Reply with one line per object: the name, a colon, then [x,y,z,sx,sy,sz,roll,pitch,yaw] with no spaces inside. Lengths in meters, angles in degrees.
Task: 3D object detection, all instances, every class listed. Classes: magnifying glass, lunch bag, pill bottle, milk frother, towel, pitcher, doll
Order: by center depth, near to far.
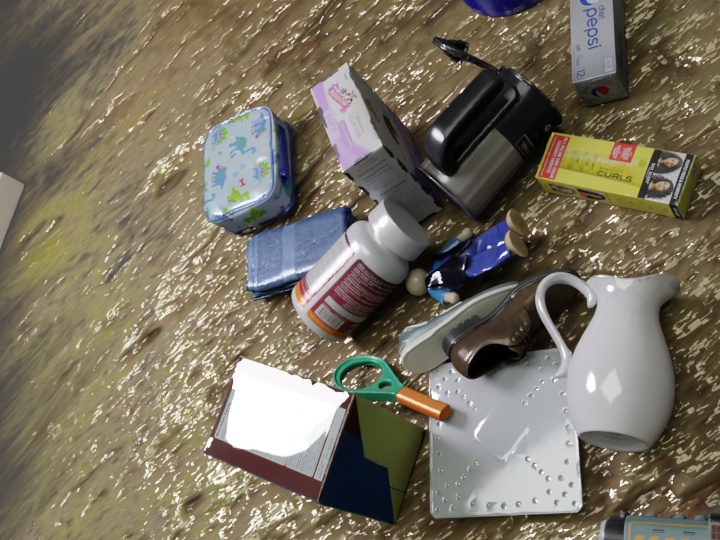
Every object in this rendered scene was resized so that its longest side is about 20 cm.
pitcher: [0.284,0.100,0.998,0.169,0.122,0.203,6,66,17]
magnifying glass: [0.041,0.163,1.162,0.199,0.023,0.079,19,44,42]
doll: [0.142,-0.014,1.175,0.199,0.048,0.138,-30,32,37]
milk frother: [0.145,-0.212,1.205,0.188,0.180,0.200,-48,40,4]
pill bottle: [0.000,0.000,1.218,0.200,0.109,0.110,-45,52,20]
towel: [-0.094,-0.027,1.348,0.198,0.048,0.113,-17,61,27]
lunch bag: [-0.188,-0.171,1.450,0.159,0.082,0.203,-20,60,25]

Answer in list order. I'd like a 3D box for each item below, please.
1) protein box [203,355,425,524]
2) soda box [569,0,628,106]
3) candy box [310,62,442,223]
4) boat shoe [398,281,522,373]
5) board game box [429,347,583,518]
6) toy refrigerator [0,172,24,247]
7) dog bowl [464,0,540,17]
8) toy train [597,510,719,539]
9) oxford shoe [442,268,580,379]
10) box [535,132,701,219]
protein box: [-0.058,0.226,1.118,0.198,0.198,0.137,12,76,36]
soda box: [0.336,-0.339,1.195,0.063,0.068,0.203,-9,65,30]
candy box: [0.026,-0.178,1.241,0.071,0.200,0.169,-31,56,17]
boat shoe: [0.137,0.064,1.145,0.199,0.073,0.062,-31,33,9]
board game box: [0.183,0.210,1.081,0.198,0.026,0.203,-11,64,28]
toy refrigerator: [-0.810,-0.110,1.831,0.075,0.070,0.203,6,74,34]
dog bowl: [0.229,-0.507,1.331,0.198,0.079,0.203,-13,63,28]
toy train: [0.345,0.317,0.900,0.198,0.085,0.115,-7,54,32]
oxford shoe: [0.206,0.075,1.081,0.199,0.073,0.085,-38,36,7]
box: [0.337,-0.127,1.113,0.198,0.050,0.076,18,81,37]
